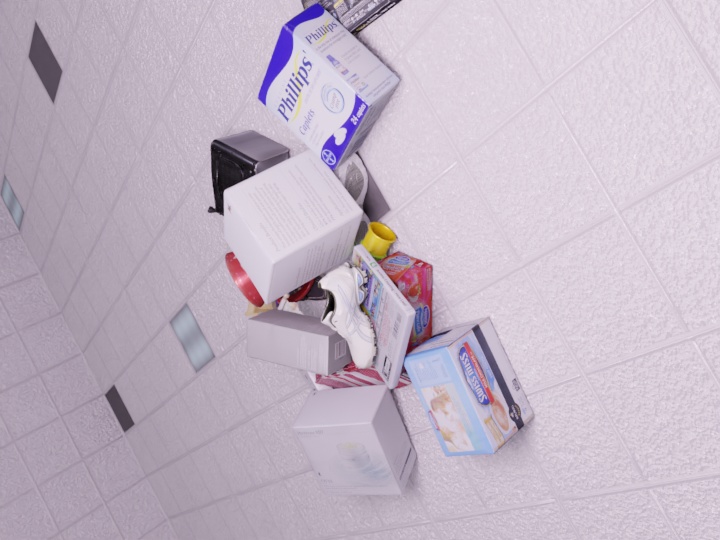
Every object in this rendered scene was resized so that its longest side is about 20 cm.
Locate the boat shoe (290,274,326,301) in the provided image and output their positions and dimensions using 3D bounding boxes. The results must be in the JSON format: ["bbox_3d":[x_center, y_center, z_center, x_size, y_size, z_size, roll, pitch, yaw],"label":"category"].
[{"bbox_3d":[-0.142,0.038,1.575,0.197,0.064,0.074,11,117,44],"label":"boat shoe"}]

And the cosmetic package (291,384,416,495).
[{"bbox_3d":[-0.011,0.367,1.488,0.195,0.123,0.204,-10,115,28],"label":"cosmetic package"}]

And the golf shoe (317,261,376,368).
[{"bbox_3d":[-0.030,0.091,1.252,0.078,0.096,0.205,16,121,57],"label":"golf shoe"}]

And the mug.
[{"bbox_3d":[-0.160,-0.029,1.466,0.198,0.177,0.135,-34,65,8],"label":"mug"}]

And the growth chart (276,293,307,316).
[{"bbox_3d":[-0.110,0.147,1.494,0.198,0.018,0.145,37,134,-2],"label":"growth chart"}]

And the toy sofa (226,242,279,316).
[{"bbox_3d":[-0.244,0.003,1.670,0.081,0.097,0.205,-1,110,27],"label":"toy sofa"}]

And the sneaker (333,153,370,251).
[{"bbox_3d":[-0.038,-0.139,1.352,0.098,0.077,0.205,22,125,43],"label":"sneaker"}]

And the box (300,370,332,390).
[{"bbox_3d":[-0.115,0.242,1.639,0.203,0.036,0.144,60,167,6],"label":"box"}]

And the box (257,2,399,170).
[{"bbox_3d":[-0.062,-0.317,1.210,0.200,0.105,0.184,43,144,3],"label":"box"}]

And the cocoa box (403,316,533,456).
[{"bbox_3d":[0.190,0.210,1.239,0.132,0.130,0.204,-23,93,51],"label":"cocoa box"}]

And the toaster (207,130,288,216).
[{"bbox_3d":[-0.244,-0.193,1.520,0.198,0.117,0.185,29,130,35],"label":"toaster"}]

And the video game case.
[{"bbox_3d":[0.029,0.085,1.263,0.183,0.022,0.203,52,147,36],"label":"video game case"}]

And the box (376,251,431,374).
[{"bbox_3d":[0.074,0.081,1.324,0.094,0.099,0.205,23,126,41],"label":"box"}]

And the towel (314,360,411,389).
[{"bbox_3d":[0.008,0.235,1.476,0.199,0.142,0.023,-28,46,51],"label":"towel"}]

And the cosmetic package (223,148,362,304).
[{"bbox_3d":[-0.129,-0.083,1.274,0.169,0.197,0.167,53,155,17],"label":"cosmetic package"}]

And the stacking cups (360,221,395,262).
[{"bbox_3d":[0.000,0.000,1.361,0.060,0.060,0.202,44,124,21],"label":"stacking cups"}]

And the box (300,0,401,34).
[{"bbox_3d":[-0.029,-0.487,1.168,0.198,0.049,0.164,-17,99,52],"label":"box"}]

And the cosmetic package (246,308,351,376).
[{"bbox_3d":[-0.125,0.141,1.396,0.196,0.106,0.093,7,102,28],"label":"cosmetic package"}]
